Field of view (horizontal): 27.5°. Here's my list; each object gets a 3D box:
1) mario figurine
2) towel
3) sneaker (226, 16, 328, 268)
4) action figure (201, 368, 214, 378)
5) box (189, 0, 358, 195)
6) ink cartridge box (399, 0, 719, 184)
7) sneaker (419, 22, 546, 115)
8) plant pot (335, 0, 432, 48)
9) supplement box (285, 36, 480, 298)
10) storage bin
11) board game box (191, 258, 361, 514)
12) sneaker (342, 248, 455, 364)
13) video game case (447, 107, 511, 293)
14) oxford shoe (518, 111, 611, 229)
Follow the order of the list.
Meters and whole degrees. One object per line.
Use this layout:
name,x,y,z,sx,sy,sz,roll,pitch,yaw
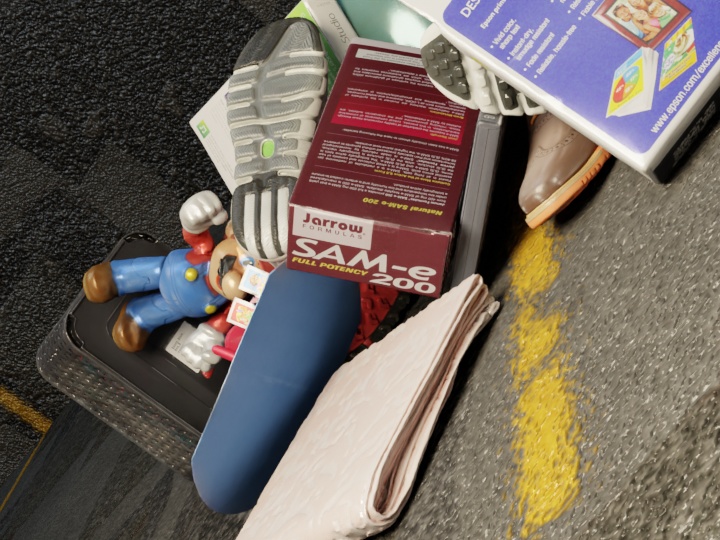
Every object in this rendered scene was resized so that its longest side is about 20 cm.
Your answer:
mario figurine,-0.131,0.011,1.189,0.200,0.123,0.106,-18,60,25
towel,-0.002,0.110,0.939,0.200,0.032,0.191,-39,16,52
sneaker,-0.050,-0.080,1.098,0.116,0.075,0.200,54,-143,-58
action figure,-0.043,0.048,1.221,0.200,0.065,0.052,-29,51,30
box,-0.049,-0.111,1.196,0.036,0.145,0.200,-26,-7,-40
ink cartridge box,0.147,-0.181,0.830,0.198,0.200,0.047,-53,-27,4
sneaker,0.136,-0.144,0.902,0.200,0.075,0.081,-6,19,19
plant pot,0.058,-0.199,1.206,0.200,0.161,0.201,-38,0,0
supplement box,0.024,-0.076,1.015,0.200,0.109,0.061,-72,-10,-47
storage bin,-0.172,0.079,1.331,0.094,0.200,0.135,-41,15,54
board game box,-0.069,0.072,1.039,0.158,0.039,0.200,25,-92,-64
sneaker,0.000,0.000,1.146,0.200,0.079,0.096,-44,26,-4
video game case,0.089,-0.078,1.020,0.200,0.019,0.143,-68,-12,-58
oxford shoe,0.126,-0.102,0.963,0.071,0.073,0.200,-43,15,39
